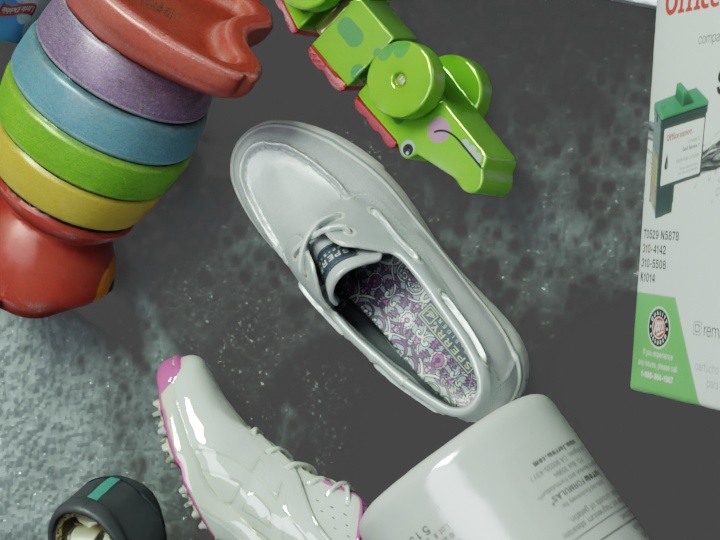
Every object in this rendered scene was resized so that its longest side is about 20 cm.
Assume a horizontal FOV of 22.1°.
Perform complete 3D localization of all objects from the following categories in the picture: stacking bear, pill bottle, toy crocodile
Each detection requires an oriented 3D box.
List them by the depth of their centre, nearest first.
[{"bbox_3d":[0.098,0.169,0.864,0.114,0.114,0.201,-39,77,17],"label":"pill bottle"},{"bbox_3d":[0.005,-0.110,0.924,0.062,0.067,0.200,-45,73,21],"label":"toy crocodile"},{"bbox_3d":[-0.142,-0.061,0.962,0.113,0.122,0.201,26,115,-11],"label":"stacking bear"}]

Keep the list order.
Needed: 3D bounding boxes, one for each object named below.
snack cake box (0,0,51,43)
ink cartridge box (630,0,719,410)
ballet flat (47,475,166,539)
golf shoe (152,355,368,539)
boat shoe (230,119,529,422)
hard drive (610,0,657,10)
[{"bbox_3d":[-0.232,-0.198,0.990,0.199,0.115,0.067,35,103,18],"label":"snack cake box"},{"bbox_3d":[0.189,-0.040,0.803,0.084,0.146,0.202,2,91,-18],"label":"ink cartridge box"},{"bbox_3d":[-0.135,0.204,0.920,0.072,0.073,0.202,3,90,21],"label":"ballet flat"},{"bbox_3d":[-0.036,0.125,0.948,0.091,0.075,0.201,-29,82,3],"label":"golf shoe"},{"bbox_3d":[0.000,0.000,0.925,0.072,0.068,0.200,-42,76,16],"label":"boat shoe"},{"bbox_3d":[0.127,-0.235,0.897,0.131,0.025,0.202,15,96,21],"label":"hard drive"}]
